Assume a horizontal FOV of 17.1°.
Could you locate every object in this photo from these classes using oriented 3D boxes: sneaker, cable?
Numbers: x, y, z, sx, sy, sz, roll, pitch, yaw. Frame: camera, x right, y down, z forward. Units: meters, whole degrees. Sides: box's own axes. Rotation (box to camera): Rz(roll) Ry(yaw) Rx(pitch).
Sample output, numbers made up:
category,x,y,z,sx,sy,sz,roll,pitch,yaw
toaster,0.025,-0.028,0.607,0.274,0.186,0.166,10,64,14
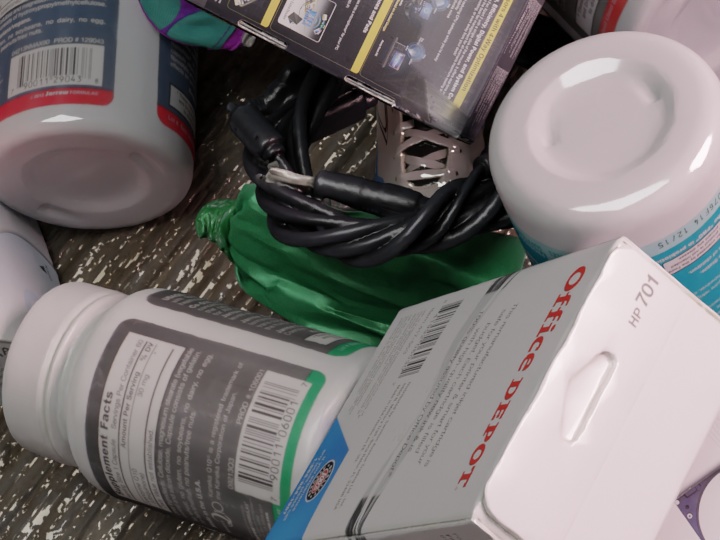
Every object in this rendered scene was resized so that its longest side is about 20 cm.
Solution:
category,x,y,z,sx,sy,sz,roll,pitch,yaw
sneaker,0.036,-0.083,1.286,0.071,0.073,0.201,-5,64,20
cable,0.039,-0.074,1.194,0.199,0.051,0.163,-18,40,-13

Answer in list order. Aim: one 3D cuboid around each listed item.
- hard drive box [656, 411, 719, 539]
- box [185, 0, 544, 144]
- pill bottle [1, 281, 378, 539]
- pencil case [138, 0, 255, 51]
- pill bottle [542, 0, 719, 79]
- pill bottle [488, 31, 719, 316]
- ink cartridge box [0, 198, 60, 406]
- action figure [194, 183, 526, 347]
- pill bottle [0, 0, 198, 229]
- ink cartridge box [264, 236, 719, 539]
category,x,y,z,sx,sy,sz,roll,pitch,yaw
hard drive box,0.168,0.160,1.056,0.156,0.077,0.200,37,82,0
box,0.025,-0.185,1.139,0.161,0.049,0.201,27,95,12
pill bottle,-0.078,0.073,1.229,0.199,0.113,0.114,15,71,30
pencil case,-0.040,-0.197,1.266,0.200,0.085,0.093,-40,78,47
pill bottle,0.121,-0.183,1.211,0.114,0.114,0.200,-40,56,0
pill bottle,0.137,-0.011,1.121,0.110,0.200,0.111,-11,52,15
ink cartridge box,-0.228,-0.021,1.291,0.047,0.200,0.161,-30,56,10
action figure,0.000,0.000,1.228,0.199,0.119,0.055,20,34,23
pill bottle,-0.151,-0.137,1.367,0.119,0.120,0.201,-10,61,19
ink cartridge box,0.060,0.080,1.064,0.147,0.086,0.200,-59,19,-23
